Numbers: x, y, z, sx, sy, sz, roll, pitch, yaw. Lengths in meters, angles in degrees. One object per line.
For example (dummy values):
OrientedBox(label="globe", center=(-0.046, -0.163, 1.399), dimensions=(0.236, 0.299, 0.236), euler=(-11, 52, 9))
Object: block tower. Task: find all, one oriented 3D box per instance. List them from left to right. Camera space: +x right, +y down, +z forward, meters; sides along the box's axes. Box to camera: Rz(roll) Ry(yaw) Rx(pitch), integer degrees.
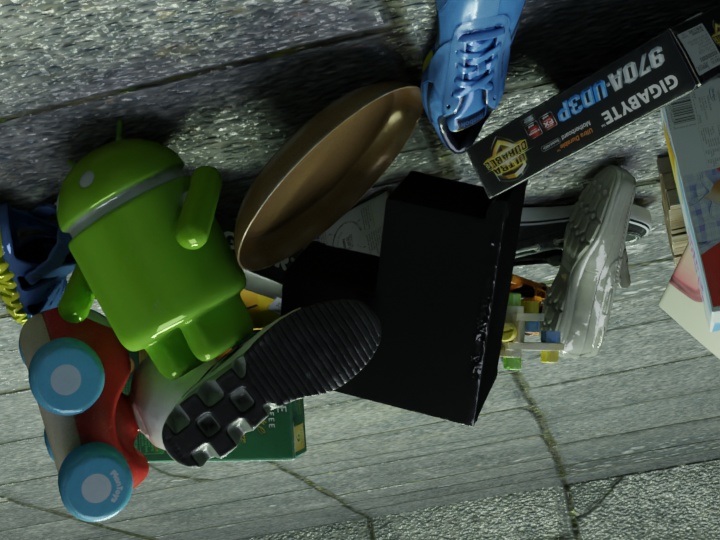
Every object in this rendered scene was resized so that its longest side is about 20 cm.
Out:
OrientedBox(label="block tower", center=(0.336, -0.063, 1.253), dimensions=(0.057, 0.055, 0.200), euler=(-12, 159, 10))

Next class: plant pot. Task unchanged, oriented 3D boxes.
OrientedBox(label="plant pot", center=(-0.029, -0.079, 0.977), dimensions=(0.200, 0.027, 0.200), euler=(-42, 168, -11))

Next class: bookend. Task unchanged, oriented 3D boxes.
OrientedBox(label="bookend", center=(0.025, 0.003, 1.037), dimensions=(0.197, 0.201, 0.092), euler=(12, -155, 14))

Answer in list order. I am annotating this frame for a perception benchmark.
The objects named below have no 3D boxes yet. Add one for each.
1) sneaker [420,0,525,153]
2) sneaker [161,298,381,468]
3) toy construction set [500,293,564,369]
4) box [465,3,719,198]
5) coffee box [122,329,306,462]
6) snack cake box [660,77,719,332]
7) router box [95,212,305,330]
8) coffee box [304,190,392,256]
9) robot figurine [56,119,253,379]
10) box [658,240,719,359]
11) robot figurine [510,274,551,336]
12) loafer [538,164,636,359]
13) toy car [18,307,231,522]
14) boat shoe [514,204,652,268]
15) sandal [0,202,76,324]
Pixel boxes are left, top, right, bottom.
OrientedBox(label="sneaker", center=(0.083, -0.152, 0.877), dimensions=(0.065, 0.080, 0.201), euler=(-4, 158, -6))
OrientedBox(label="sneaker", center=(-0.075, 0.079, 1.016), dimensions=(0.198, 0.075, 0.089), euler=(-30, -169, 2))
OrientedBox(label="toy construction set", center=(0.090, 0.051, 1.176), dimensions=(0.130, 0.093, 0.199), euler=(2, 165, 46))
OrientedBox(label="box", center=(0.196, -0.132, 0.923), dimensions=(0.199, 0.046, 0.158), euler=(-29, 180, 44))
OrientedBox(label="coffee box", center=(-0.151, 0.120, 1.176), dimensions=(0.197, 0.125, 0.044), euler=(-5, 179, 15))
OrientedBox(label="snack cake box", center=(0.328, -0.062, 1.033), dimensions=(0.113, 0.203, 0.067), euler=(-11, 161, 11))
OrientedBox(label="router box", center=(-0.149, 0.005, 1.159), dimensions=(0.198, 0.052, 0.149), euler=(22, 145, -21))
OrientedBox(label="coffee box", center=(0.000, 0.000, 1.253), dimensions=(0.112, 0.081, 0.199), euler=(12, 152, -43))
OrientedBox(label="robot figurine", center=(-0.169, -0.017, 0.997), dimensions=(0.174, 0.202, 0.115), euler=(-28, -179, 36))
OrientedBox(label="box", center=(0.384, -0.023, 1.167), dimensions=(0.127, 0.109, 0.201), euler=(-35, 155, -28))
OrientedBox(label="robot figurine", center=(0.139, 0.035, 1.342), dimensions=(0.198, 0.059, 0.144), euler=(5, 173, 40))
OrientedBox(label="loafer", center=(0.235, -0.006, 1.218), dimensions=(0.069, 0.070, 0.202), euler=(8, 115, -17))
OrientedBox(label="toy car", center=(-0.189, 0.102, 1.096), dimensions=(0.198, 0.179, 0.184), euler=(-16, -168, -17))
OrientedBox(label="boat shoe", center=(0.213, -0.028, 1.277), dimensions=(0.196, 0.069, 0.074), euler=(-1, 159, -19))
OrientedBox(label="sandal", center=(-0.292, -0.006, 1.134), dimensions=(0.086, 0.081, 0.200), euler=(-10, 162, -4))
